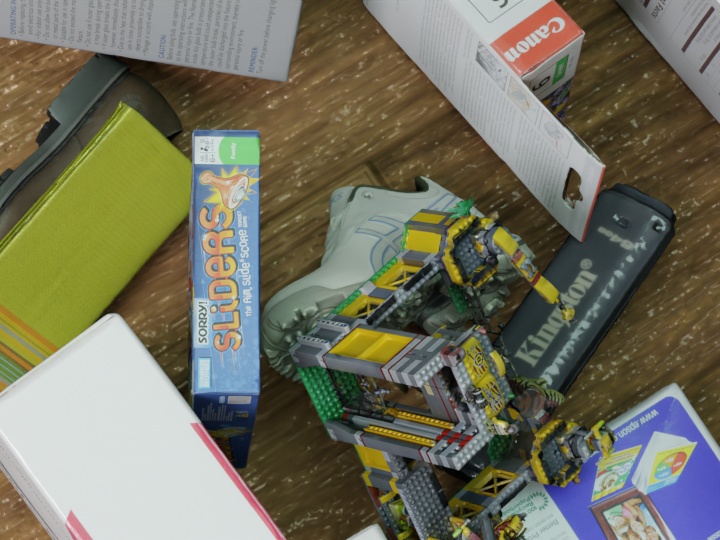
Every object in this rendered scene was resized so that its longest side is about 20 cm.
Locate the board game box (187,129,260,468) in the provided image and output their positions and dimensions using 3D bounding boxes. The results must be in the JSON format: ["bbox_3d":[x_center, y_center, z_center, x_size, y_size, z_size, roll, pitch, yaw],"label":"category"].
[{"bbox_3d":[-0.073,0.020,1.257,0.034,0.200,0.135,1,74,-5],"label":"board game box"}]

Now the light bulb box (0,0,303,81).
[{"bbox_3d":[-0.121,-0.229,1.334,0.200,0.125,0.198,9,57,-3],"label":"light bulb box"}]

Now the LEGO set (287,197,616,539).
[{"bbox_3d":[0.066,0.071,1.214,0.154,0.116,0.200,-32,115,-33],"label":"LEGO set"}]

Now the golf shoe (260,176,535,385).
[{"bbox_3d":[0.000,0.000,1.310,0.097,0.078,0.200,48,35,20],"label":"golf shoe"}]

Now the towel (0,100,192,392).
[{"bbox_3d":[-0.169,0.005,1.298,0.200,0.086,0.018,-49,47,-3],"label":"towel"}]

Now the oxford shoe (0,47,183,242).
[{"bbox_3d":[-0.168,-0.024,1.327,0.084,0.073,0.200,37,77,-4],"label":"oxford shoe"}]

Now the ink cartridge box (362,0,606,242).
[{"bbox_3d":[0.081,-0.120,1.346,0.050,0.109,0.200,-37,74,-15],"label":"ink cartridge box"}]

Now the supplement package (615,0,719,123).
[{"bbox_3d":[0.210,-0.193,1.392,0.114,0.110,0.200,-38,82,-14],"label":"supplement package"}]

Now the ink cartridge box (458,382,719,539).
[{"bbox_3d":[0.145,0.196,1.316,0.198,0.043,0.200,-31,78,-13],"label":"ink cartridge box"}]

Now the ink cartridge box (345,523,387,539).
[{"bbox_3d":[-0.002,0.255,1.241,0.129,0.125,0.200,-28,81,-12],"label":"ink cartridge box"}]

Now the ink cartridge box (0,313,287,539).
[{"bbox_3d":[-0.120,0.111,1.222,0.084,0.200,0.145,-36,89,-12],"label":"ink cartridge box"}]

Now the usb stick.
[{"bbox_3d":[0.108,0.037,1.355,0.055,0.033,0.200,26,71,32],"label":"usb stick"}]
